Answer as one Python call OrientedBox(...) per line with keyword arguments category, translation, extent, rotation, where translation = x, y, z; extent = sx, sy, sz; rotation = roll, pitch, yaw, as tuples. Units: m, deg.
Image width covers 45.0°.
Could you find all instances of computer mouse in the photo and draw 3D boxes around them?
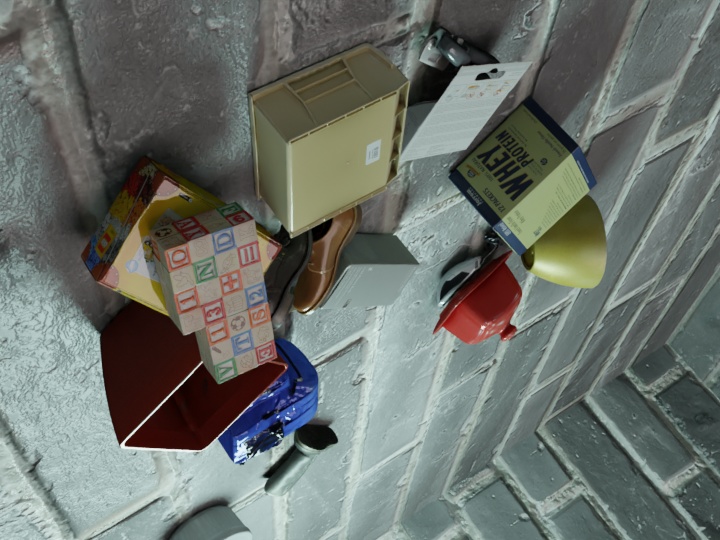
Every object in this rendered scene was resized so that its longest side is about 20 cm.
OrientedBox(category="computer mouse", translation=(0.220, -0.007, 1.816), extent=(0.200, 0.044, 0.109), rotation=(-47, 169, 13))

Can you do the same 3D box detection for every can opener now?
OrientedBox(category="can opener", translation=(0.148, -0.300, 1.255), extent=(0.053, 0.067, 0.199), rotation=(-50, 157, 22))

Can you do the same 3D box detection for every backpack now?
OrientedBox(category="backpack", translation=(-0.169, 0.217, 1.540), extent=(0.197, 0.163, 0.170), rotation=(-23, 147, -26))

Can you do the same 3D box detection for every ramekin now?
OrientedBox(category="ramekin", translation=(-0.358, 0.635, 2.026), extent=(0.200, 0.095, 0.204), rotation=(-31, 152, -18))

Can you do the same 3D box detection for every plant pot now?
OrientedBox(category="plant pot", translation=(0.423, -0.058, 1.873), extent=(0.139, 0.203, 0.202), rotation=(-5, 146, -9))
OrientedBox(category="plant pot", translation=(-0.261, 0.127, 1.265), extent=(0.200, 0.177, 0.199), rotation=(-44, 153, 10))

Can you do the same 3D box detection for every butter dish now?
OrientedBox(category="butter dish", translation=(0.277, 0.088, 1.874), extent=(0.199, 0.148, 0.200), rotation=(-39, 169, -25))

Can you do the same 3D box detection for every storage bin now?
OrientedBox(category="storage bin", translation=(-0.040, -0.174, 1.172), extent=(0.196, 0.094, 0.202), rotation=(-29, 152, -21))

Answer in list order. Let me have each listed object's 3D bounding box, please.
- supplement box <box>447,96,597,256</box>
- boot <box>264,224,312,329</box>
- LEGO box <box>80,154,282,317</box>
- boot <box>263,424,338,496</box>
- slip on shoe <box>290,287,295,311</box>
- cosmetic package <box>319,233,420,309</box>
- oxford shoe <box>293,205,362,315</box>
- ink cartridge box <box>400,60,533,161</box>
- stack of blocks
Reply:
OrientedBox(category="supplement box", translation=(0.296, -0.163, 1.570), extent=(0.200, 0.135, 0.199), rotation=(-43, 153, 9))
OrientedBox(category="boot", translation=(-0.162, -0.027, 1.244), extent=(0.173, 0.204, 0.069), rotation=(31, 151, -34))
OrientedBox(category="LEGO box", translation=(-0.220, -0.024, 1.089), extent=(0.199, 0.077, 0.150), rotation=(31, 95, -41))
OrientedBox(category="boot", translation=(-0.159, 0.449, 2.034), extent=(0.199, 0.073, 0.181), rotation=(-39, 152, 16))
OrientedBox(category="slip on shoe", translation=(-0.161, 0.075, 1.417), extent=(0.197, 0.062, 0.076), rotation=(-9, 162, -43))
OrientedBox(category="cosmetic package", translation=(0.000, 0.000, 1.503), extent=(0.198, 0.091, 0.108), rotation=(0, 132, -47))
OrientedBox(category="oxford shoe", translation=(-0.071, -0.024, 1.383), extent=(0.071, 0.071, 0.203), rotation=(9, 109, -47))
OrientedBox(category="ink cartridge box", translation=(0.145, -0.252, 1.307), extent=(0.159, 0.051, 0.201), rotation=(-16, 153, -38))
OrientedBox(category="stack of blocks", translation=(-0.176, 0.033, 1.058), extent=(0.113, 0.058, 0.204), rotation=(-21, 124, -23))
